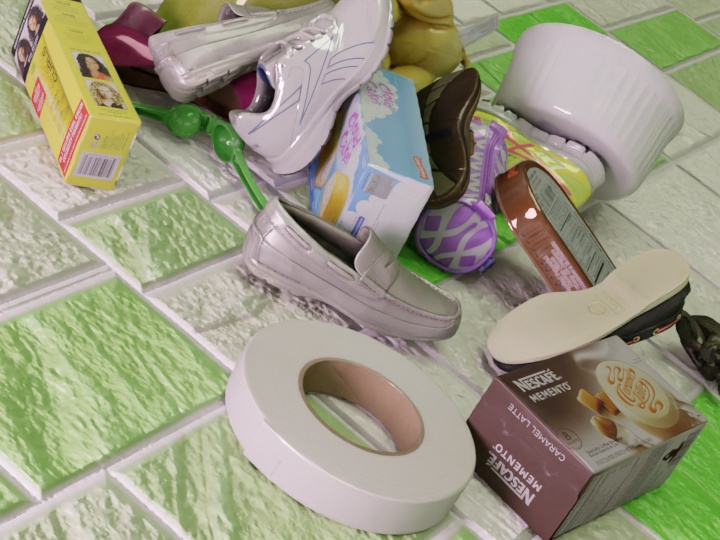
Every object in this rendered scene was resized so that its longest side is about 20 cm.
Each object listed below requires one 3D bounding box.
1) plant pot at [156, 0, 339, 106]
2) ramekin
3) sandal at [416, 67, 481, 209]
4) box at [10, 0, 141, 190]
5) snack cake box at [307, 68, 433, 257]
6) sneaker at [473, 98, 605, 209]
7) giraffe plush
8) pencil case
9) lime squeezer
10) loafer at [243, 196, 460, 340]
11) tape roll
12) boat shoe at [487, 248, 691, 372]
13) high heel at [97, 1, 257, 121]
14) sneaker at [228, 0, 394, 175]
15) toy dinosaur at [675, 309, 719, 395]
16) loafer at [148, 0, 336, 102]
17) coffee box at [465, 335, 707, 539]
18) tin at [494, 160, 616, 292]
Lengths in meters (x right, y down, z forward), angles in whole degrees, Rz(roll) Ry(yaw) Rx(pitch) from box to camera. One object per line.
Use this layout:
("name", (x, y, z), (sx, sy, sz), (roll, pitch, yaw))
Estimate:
("plant pot", (-0.088, -0.285, 1.679), (0.186, 0.201, 0.187), (23, 29, -13))
("ramekin", (0.234, -0.162, 1.797), (0.200, 0.201, 0.098), (30, 73, 0))
("sandal", (0.083, -0.119, 1.600), (0.201, 0.081, 0.055), (-89, 156, -48))
("box", (-0.248, -0.159, 1.461), (0.050, 0.075, 0.200), (6, 38, -33))
("snack cake box", (0.006, -0.092, 1.545), (0.067, 0.115, 0.200), (18, 30, -16))
("sneaker", (0.149, -0.111, 1.756), (0.199, 0.078, 0.091), (23, 65, 22))
("giraffe plush", (0.023, -0.260, 1.817), (0.199, 0.174, 0.162), (-15, 28, -36))
("pencil case", (0.100, -0.076, 1.640), (0.084, 0.086, 0.200), (33, 27, -12))
("lime squeezer", (-0.152, -0.117, 1.537), (0.199, 0.038, 0.071), (32, 60, 3))
("loafer", (0.000, 0.000, 1.424), (0.199, 0.070, 0.070), (22, 29, -15))
("tape roll", (-0.007, 0.115, 1.284), (0.202, 0.037, 0.203), (24, 29, -14))
("boat shoe", (0.206, 0.049, 1.507), (0.200, 0.063, 0.074), (-23, 47, -16))
("high heel", (-0.164, -0.166, 1.588), (0.199, 0.068, 0.096), (32, 51, 1))
("sneaker", (-0.041, -0.186, 1.528), (0.087, 0.201, 0.074), (34, -4, -31))
("toy dinosaur", (0.356, 0.082, 1.661), (0.199, 0.077, 0.102), (16, 19, -15))
("loafer", (-0.104, -0.219, 1.562), (0.199, 0.070, 0.070), (-25, 84, -34))
("coffee box", (0.182, 0.133, 1.386), (0.114, 0.080, 0.200), (44, 31, 24))
("tin", (0.197, -0.015, 1.601), (0.200, 0.042, 0.112), (55, 27, -7))
